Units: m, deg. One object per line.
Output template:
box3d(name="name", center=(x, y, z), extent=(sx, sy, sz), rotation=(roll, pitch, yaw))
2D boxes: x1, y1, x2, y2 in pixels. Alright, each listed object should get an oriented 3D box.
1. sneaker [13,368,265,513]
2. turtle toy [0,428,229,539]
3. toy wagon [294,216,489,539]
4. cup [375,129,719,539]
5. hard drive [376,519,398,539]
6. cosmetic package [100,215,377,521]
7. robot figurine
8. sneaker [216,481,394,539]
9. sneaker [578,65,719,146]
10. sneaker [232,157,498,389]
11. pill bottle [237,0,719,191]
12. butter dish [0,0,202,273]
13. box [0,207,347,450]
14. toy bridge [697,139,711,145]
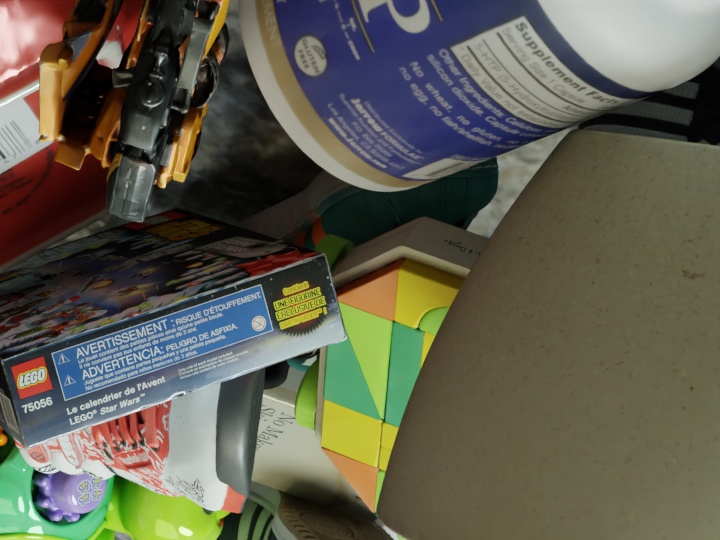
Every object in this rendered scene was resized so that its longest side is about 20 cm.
box3d(name="sneaker", center=(-0.101, 0.067, 0.954), extent=(0.107, 0.068, 0.201), rotation=(10, 172, -5))
box3d(name="turtle toy", center=(-0.165, 0.100, 1.160), extent=(0.199, 0.146, 0.101), rotation=(29, 123, -15))
box3d(name="toy wagon", center=(0.045, 0.071, 0.916), extent=(0.154, 0.040, 0.201), rotation=(20, 132, 17))
box3d(name="cup", center=(0.112, 0.028, 0.749), extent=(0.199, 0.144, 0.200), rotation=(7, -176, 0))
box3d(name="hard drive", center=(0.087, 0.142, 1.249), extent=(0.131, 0.027, 0.200), rotation=(15, 149, -7))
box3d(name="cosmetic package", center=(-0.057, 0.053, 1.103), extent=(0.199, 0.073, 0.104), rotation=(21, 149, -14))
box3d(name="robot figurine", center=(-0.061, -0.118, 0.708), extent=(0.058, 0.145, 0.201), rotation=(16, 118, -4))
box3d(name="sneaker", center=(-0.043, 0.172, 1.169), extent=(0.070, 0.109, 0.200), rotation=(19, -173, -24))
box3d(name="sneaker", center=(0.189, -0.027, 0.900), extent=(0.199, 0.076, 0.116), rotation=(16, 156, 12))
box3d(name="sneaker", center=(0.000, 0.000, 0.968), extent=(0.071, 0.080, 0.200), rotation=(-7, 168, -36))
box3d(name="pill bottle", center=(0.064, -0.110, 0.742), extent=(0.199, 0.120, 0.119), rotation=(-20, 138, 41))
box3d(name="butter dish", center=(-0.179, -0.085, 0.855), extent=(0.199, 0.148, 0.200), rotation=(-29, 160, -11))
box3d(name="box", center=(-0.106, 0.018, 0.914), extent=(0.136, 0.040, 0.200), rotation=(-18, -167, -20))
box3d(name="toy bridge", center=(0.148, -0.019, 0.830), extent=(0.067, 0.027, 0.200), rotation=(36, 137, -8))
